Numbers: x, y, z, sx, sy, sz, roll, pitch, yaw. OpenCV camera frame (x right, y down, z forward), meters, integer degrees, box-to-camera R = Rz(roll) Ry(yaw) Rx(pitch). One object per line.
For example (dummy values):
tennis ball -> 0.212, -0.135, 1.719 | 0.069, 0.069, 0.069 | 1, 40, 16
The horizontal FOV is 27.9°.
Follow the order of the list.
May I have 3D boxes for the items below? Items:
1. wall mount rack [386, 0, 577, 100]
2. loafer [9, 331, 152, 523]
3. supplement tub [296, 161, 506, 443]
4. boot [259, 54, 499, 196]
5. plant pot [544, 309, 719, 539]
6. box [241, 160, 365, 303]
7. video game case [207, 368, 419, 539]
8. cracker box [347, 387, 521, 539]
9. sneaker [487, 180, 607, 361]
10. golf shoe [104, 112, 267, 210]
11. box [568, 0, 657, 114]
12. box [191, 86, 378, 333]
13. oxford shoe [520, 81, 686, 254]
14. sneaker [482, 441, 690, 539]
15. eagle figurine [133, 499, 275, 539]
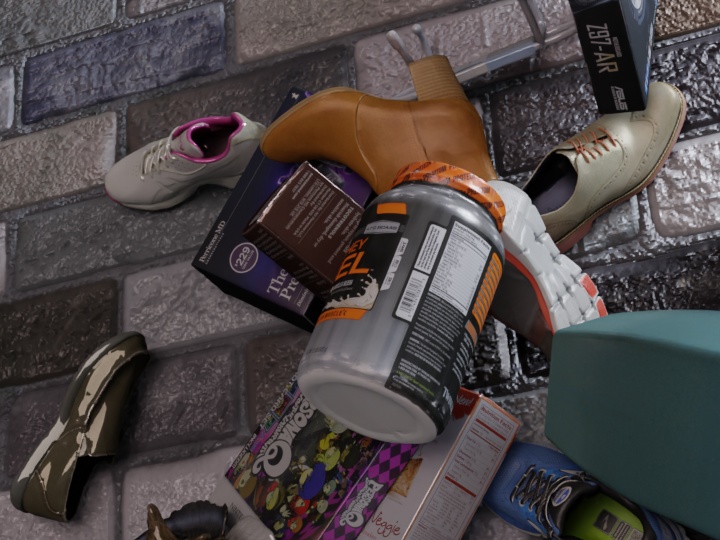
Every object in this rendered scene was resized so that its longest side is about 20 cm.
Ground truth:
wall mount rack -> 0.103, -0.214, 1.321 | 0.199, 0.174, 0.075 | -21, 101, 13
loafer -> -0.250, 0.152, 1.372 | 0.069, 0.075, 0.201 | 29, 86, 19
supplement tub -> 0.039, 0.023, 1.128 | 0.122, 0.123, 0.201 | 9, 61, 26
boot -> 0.014, -0.093, 1.274 | 0.200, 0.071, 0.145 | -22, 67, 14
plant pot -> 0.249, 0.102, 1.110 | 0.199, 0.141, 0.142 | 15, 108, 39
box -> 0.000, 0.000, 1.246 | 0.200, 0.100, 0.075 | 41, 78, -7
video game case -> -0.035, 0.159, 1.236 | 0.201, 0.036, 0.181 | -55, 31, 0
cracker box -> 0.032, 0.187, 1.205 | 0.134, 0.058, 0.201 | 14, 71, 58
sneaker -> 0.143, 0.022, 1.238 | 0.082, 0.077, 0.201 | -32, 86, 42
golf shoe -> -0.176, -0.116, 1.439 | 0.199, 0.092, 0.076 | -13, 65, 19
box -> 0.222, -0.263, 1.262 | 0.043, 0.161, 0.201 | -3, 49, 21
box -> -0.045, -0.055, 1.364 | 0.141, 0.079, 0.201 | 22, 78, 32
oxford shoe -> 0.209, -0.095, 1.273 | 0.200, 0.074, 0.071 | -48, 59, -2
sneaker -> 0.166, 0.182, 1.159 | 0.199, 0.089, 0.079 | 21, 77, 35
eagle figurine -> -0.156, 0.262, 1.221 | 0.151, 0.200, 0.152 | 38, 72, 15
